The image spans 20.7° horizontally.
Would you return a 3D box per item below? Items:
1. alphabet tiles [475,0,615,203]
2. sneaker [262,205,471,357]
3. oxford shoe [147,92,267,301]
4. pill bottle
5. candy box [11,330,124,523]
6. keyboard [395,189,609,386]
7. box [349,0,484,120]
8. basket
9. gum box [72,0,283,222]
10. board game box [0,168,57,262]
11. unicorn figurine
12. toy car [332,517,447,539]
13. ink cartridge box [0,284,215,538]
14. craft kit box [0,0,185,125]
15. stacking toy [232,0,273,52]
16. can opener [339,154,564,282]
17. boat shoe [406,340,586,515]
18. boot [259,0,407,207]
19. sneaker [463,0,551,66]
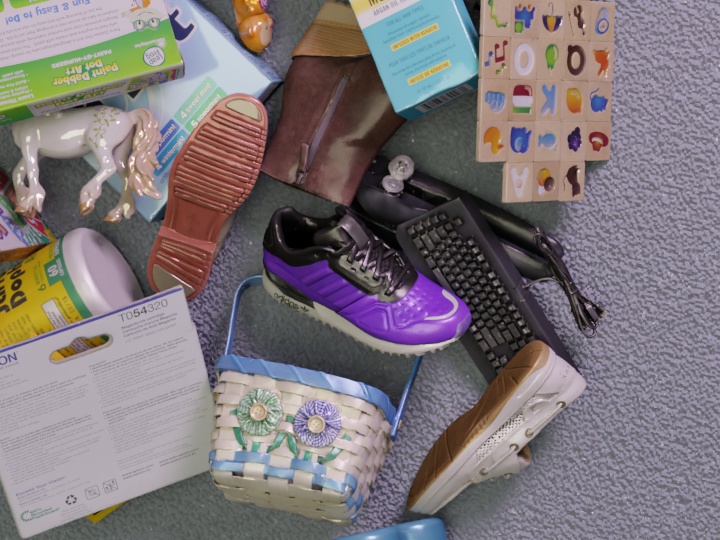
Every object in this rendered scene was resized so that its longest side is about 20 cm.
[{"bbox_3d":[0.154,-0.156,1.617,0.006,0.166,0.201,7,99,45],"label":"alphabet tiles"},{"bbox_3d":[0.000,0.000,1.659,0.199,0.070,0.100,19,134,23],"label":"sneaker"},{"bbox_3d":[-0.132,-0.072,1.705,0.071,0.074,0.200,26,114,-4],"label":"oxford shoe"},{"bbox_3d":[-0.299,0.055,1.751,0.200,0.113,0.113,-30,89,14],"label":"pill bottle"},{"bbox_3d":[-0.262,0.141,1.737,0.102,0.026,0.200,-37,127,11],"label":"candy box"},{"bbox_3d":[0.128,0.021,1.667,0.127,0.021,0.200,-27,108,22],"label":"keyboard"},{"bbox_3d":[0.033,-0.232,1.613,0.082,0.049,0.201,-25,80,13],"label":"box"},{"bbox_3d":[-0.040,0.108,1.698,0.175,0.139,0.201,8,63,10],"label":"basket"},{"bbox_3d":[-0.197,-0.172,1.740,0.200,0.045,0.170,44,103,6],"label":"gum box"},{"bbox_3d":[-0.329,-0.050,1.701,0.030,0.200,0.096,-40,87,12],"label":"board game box"},{"bbox_3d":[-0.266,-0.115,1.709,0.199,0.074,0.138,5,84,-2],"label":"unicorn figurine"},{"bbox_3d":[-0.020,0.326,1.701,0.199,0.177,0.185,-16,82,26],"label":"toy car"},{"bbox_3d":[-0.226,0.115,1.686,0.196,0.043,0.201,-19,124,-12],"label":"ink cartridge box"},{"bbox_3d":[-0.270,-0.235,1.671,0.199,0.049,0.198,-15,77,-8],"label":"craft kit box"},{"bbox_3d":[-0.108,-0.284,1.690,0.109,0.116,0.201,-11,105,16],"label":"stacking toy"},{"bbox_3d":[0.081,-0.046,1.694,0.199,0.079,0.064,19,61,7],"label":"can opener"},{"bbox_3d":[0.117,0.150,1.688,0.069,0.071,0.200,34,119,-14],"label":"boat shoe"},{"bbox_3d":[0.021,-0.130,1.672,0.199,0.072,0.167,18,85,24],"label":"boot"},{"bbox_3d":[0.083,-0.238,1.665,0.106,0.075,0.201,-31,80,18],"label":"sneaker"}]
